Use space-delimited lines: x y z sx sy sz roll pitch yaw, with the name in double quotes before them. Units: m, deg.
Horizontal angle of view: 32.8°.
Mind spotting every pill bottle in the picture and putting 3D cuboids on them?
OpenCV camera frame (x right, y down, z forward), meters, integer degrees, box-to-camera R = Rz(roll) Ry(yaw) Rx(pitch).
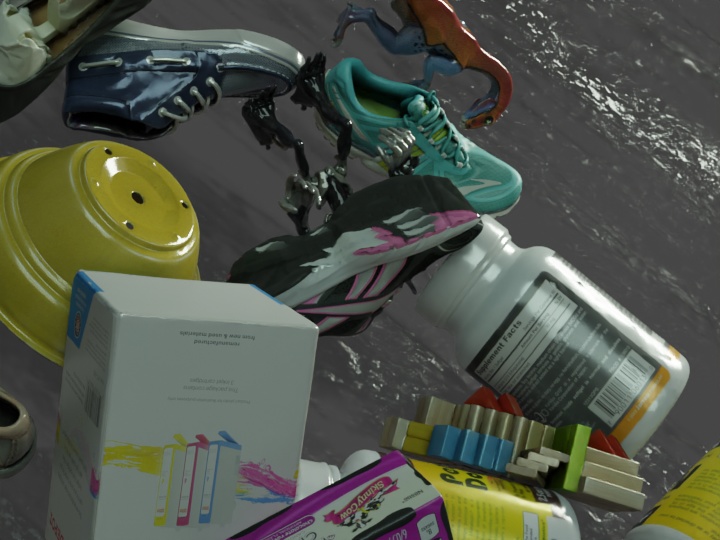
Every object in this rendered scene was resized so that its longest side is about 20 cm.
"pill bottle" 0.042 0.187 0.833 0.197 0.110 0.111 14 56 -12
"pill bottle" 0.259 0.211 0.895 0.199 0.115 0.115 -33 74 -33
"pill bottle" 0.145 0.055 0.949 0.199 0.117 0.116 39 55 7

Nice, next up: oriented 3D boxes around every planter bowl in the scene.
"planter bowl" -0.174 -0.028 0.855 0.199 0.083 0.202 33 32 -23

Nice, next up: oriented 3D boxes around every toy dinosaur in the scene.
"toy dinosaur" 0.067 -0.190 1.057 0.179 0.200 0.107 23 81 -14

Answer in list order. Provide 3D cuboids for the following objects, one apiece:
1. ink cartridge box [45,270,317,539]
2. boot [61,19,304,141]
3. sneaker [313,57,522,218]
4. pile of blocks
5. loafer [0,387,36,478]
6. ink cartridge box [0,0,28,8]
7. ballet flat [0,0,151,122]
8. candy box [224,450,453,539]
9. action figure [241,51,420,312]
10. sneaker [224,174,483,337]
"ink cartridge box" -0.117 0.116 0.760 0.123 0.128 0.204 4 99 -25
"boot" -0.144 -0.146 1.004 0.196 0.073 0.092 5 65 -8
"sneaker" 0.051 -0.109 1.039 0.198 0.080 0.078 29 54 -2
"pile of blocks" 0.110 0.119 0.881 0.197 0.082 0.063 12 75 17
"loafer" -0.304 0.070 0.808 0.197 0.063 0.073 25 55 -4
"ink cartridge box" -0.358 -0.231 0.936 0.198 0.126 0.129 -27 71 -31
"ballet flat" -0.241 -0.192 0.941 0.200 0.068 0.068 -42 79 -6
"candy box" 0.000 0.228 0.730 0.135 0.203 0.061 -25 30 -17
"action figure" -0.016 -0.069 0.973 0.118 0.102 0.202 -29 76 -15
"sneaker" 0.000 0.000 0.920 0.197 0.087 0.081 -21 41 7
